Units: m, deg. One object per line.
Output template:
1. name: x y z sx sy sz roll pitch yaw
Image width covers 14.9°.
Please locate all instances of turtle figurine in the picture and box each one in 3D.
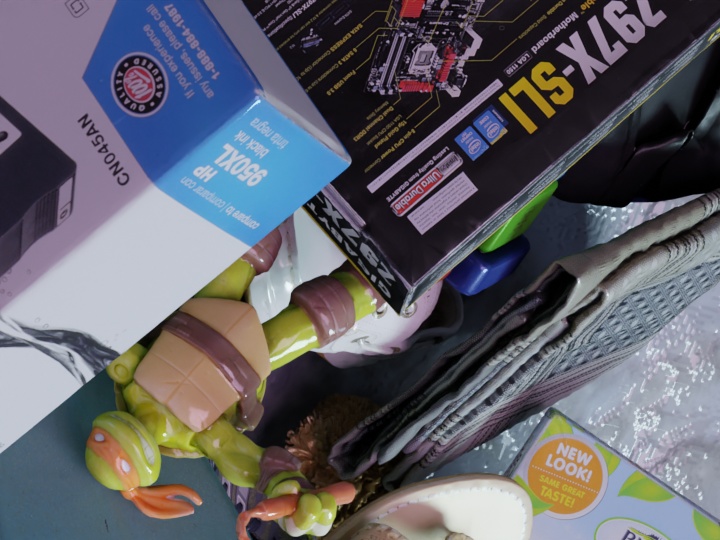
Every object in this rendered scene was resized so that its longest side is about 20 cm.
1. turtle figurine: -0.045 0.036 1.023 0.161 0.200 0.064 -46 167 -24

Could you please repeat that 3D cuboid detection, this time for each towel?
1. towel: 0.100 0.026 1.206 0.199 0.192 0.035 -22 76 -43

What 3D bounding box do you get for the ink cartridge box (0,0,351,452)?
1. ink cartridge box: -0.128 -0.037 0.943 0.200 0.145 0.084 -39 156 9

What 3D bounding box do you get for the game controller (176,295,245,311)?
1. game controller: -0.135 0.002 1.110 0.199 0.105 0.042 4 142 -25

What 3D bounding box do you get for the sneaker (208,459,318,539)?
1. sneaker: -0.079 0.095 1.171 0.074 0.081 0.200 -38 104 2

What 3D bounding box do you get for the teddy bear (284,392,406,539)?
1. teddy bear: -0.017 0.159 1.272 0.145 0.067 0.201 31 92 -38

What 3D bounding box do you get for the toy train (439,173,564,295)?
1. toy train: 0.005 -0.095 1.104 0.116 0.200 0.085 -54 166 25

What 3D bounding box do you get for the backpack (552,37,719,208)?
1. backpack: 0.109 -0.128 1.181 0.199 0.154 0.192 2 103 -29

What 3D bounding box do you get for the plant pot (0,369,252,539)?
1. plant pot: -0.118 0.142 1.038 0.141 0.141 0.201 1 65 -44

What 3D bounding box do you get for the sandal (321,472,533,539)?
1. sandal: -0.004 0.149 1.150 0.211 0.070 0.078 -14 117 -23

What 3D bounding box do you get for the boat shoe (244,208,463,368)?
1. boat shoe: 0.000 0.000 1.157 0.200 0.069 0.071 23 63 -74

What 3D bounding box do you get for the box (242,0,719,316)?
1. box: 0.037 -0.108 1.021 0.200 0.049 0.160 -41 84 -12

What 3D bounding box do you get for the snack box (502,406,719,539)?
1. snack box: 0.089 0.184 1.247 0.142 0.053 0.201 34 92 0
